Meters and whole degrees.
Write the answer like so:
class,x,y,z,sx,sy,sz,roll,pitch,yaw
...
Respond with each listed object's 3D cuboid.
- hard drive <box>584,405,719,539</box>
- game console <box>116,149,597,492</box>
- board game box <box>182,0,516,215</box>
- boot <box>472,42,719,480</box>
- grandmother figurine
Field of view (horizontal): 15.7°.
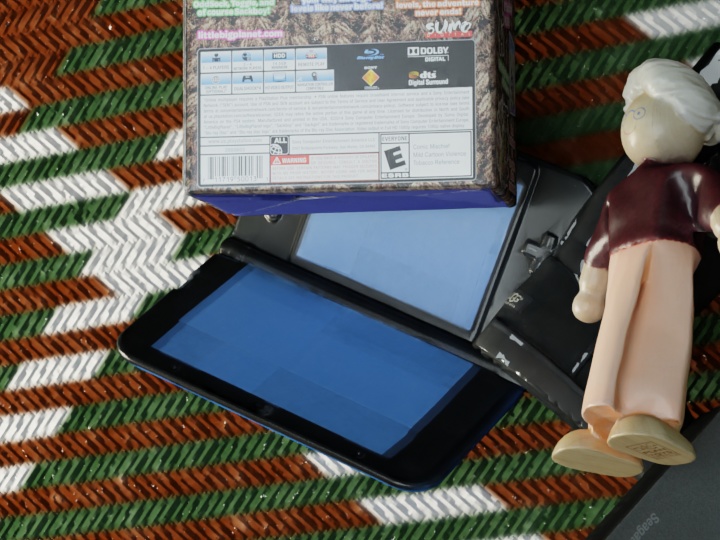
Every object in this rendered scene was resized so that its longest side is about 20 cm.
class,x,y,z,sx,sy,sz,roll,pitch,yaw
hard drive,0.194,0.181,1.253,0.200,0.140,0.033,51,142,-3
game console,0.000,0.000,1.379,0.200,0.118,0.171,23,100,22
board game box,-0.004,-0.133,1.344,0.159,0.097,0.200,-1,85,10
boot,0.177,0.007,1.324,0.165,0.066,0.200,40,86,-20
grandmother figurine,0.139,-0.008,1.231,0.121,0.061,0.200,-14,59,43
